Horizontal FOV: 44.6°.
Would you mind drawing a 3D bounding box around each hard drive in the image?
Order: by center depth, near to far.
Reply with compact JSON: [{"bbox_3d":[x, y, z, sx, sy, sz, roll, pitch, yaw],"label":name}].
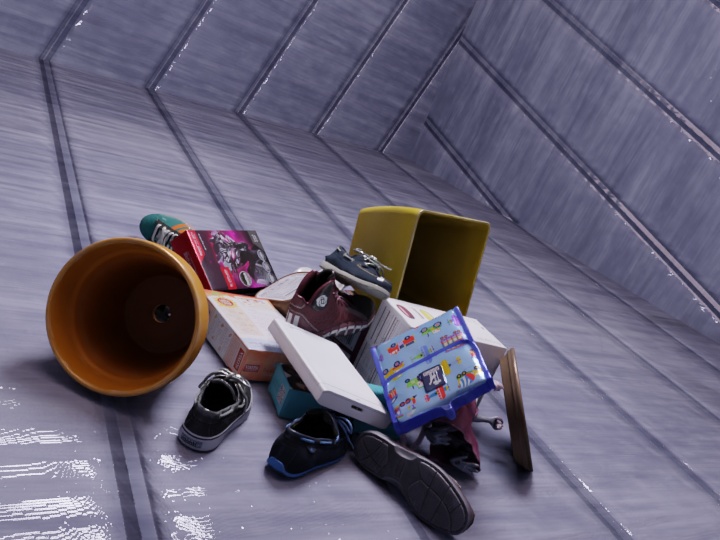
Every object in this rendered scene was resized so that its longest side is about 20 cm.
[{"bbox_3d":[-0.047,0.148,1.278,0.132,0.027,0.200,28,11,-35],"label":"hard drive"}]

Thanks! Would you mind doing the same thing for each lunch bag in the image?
[{"bbox_3d":[0.109,0.159,1.260,0.094,0.150,0.200,62,5,-23],"label":"lunch bag"}]

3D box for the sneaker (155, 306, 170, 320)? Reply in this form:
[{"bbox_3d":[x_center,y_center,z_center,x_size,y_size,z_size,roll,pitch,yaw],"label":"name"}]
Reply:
[{"bbox_3d":[-0.331,0.020,1.417,0.200,0.071,0.080,37,17,37],"label":"sneaker"}]

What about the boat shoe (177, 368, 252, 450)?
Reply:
[{"bbox_3d":[-0.185,0.167,1.169,0.074,0.068,0.199,26,16,8],"label":"boat shoe"}]

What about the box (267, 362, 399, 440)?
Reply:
[{"bbox_3d":[-0.033,0.197,1.319,0.200,0.049,0.082,16,17,-24],"label":"box"}]

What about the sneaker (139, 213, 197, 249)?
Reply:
[{"bbox_3d":[-0.340,-0.050,1.662,0.200,0.071,0.080,27,12,9],"label":"sneaker"}]

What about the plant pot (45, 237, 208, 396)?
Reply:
[{"bbox_3d":[-0.292,0.062,1.187,0.200,0.200,0.183,24,0,5],"label":"plant pot"}]

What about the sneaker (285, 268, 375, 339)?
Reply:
[{"bbox_3d":[-0.038,0.045,1.413,0.076,0.116,0.200,30,31,32],"label":"sneaker"}]

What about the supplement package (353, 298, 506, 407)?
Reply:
[{"bbox_3d":[0.113,0.153,1.474,0.200,0.156,0.111,14,18,-30],"label":"supplement package"}]

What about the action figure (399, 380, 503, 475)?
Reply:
[{"bbox_3d":[0.148,0.221,1.362,0.149,0.134,0.200,1,36,12],"label":"action figure"}]

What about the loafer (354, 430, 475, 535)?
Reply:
[{"bbox_3d":[0.081,0.278,1.182,0.200,0.072,0.063,32,12,34],"label":"loafer"}]

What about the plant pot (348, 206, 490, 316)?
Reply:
[{"bbox_3d":[0.086,-0.023,1.593,0.200,0.200,0.176,6,12,-45],"label":"plant pot"}]

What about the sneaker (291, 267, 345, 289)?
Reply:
[{"bbox_3d":[-0.062,0.038,1.798,0.088,0.075,0.200,45,29,24],"label":"sneaker"}]

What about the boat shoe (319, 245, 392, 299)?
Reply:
[{"bbox_3d":[0.000,0.000,1.487,0.075,0.062,0.200,40,-9,-26],"label":"boat shoe"}]

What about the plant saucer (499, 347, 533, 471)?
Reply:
[{"bbox_3d":[0.251,0.226,1.420,0.029,0.200,0.200,-9,12,10],"label":"plant saucer"}]

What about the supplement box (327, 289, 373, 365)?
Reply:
[{"bbox_3d":[0.030,0.110,1.596,0.200,0.103,0.131,5,23,-45],"label":"supplement box"}]

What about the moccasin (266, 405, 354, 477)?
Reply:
[{"bbox_3d":[-0.051,0.221,1.179,0.080,0.068,0.200,27,14,14],"label":"moccasin"}]

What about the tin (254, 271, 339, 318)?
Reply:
[{"bbox_3d":[-0.117,0.042,1.549,0.112,0.042,0.200,-37,19,-25],"label":"tin"}]

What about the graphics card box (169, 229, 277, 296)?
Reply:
[{"bbox_3d":[-0.245,-0.010,1.606,0.200,0.051,0.126,-2,63,-59],"label":"graphics card box"}]

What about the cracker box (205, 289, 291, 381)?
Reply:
[{"bbox_3d":[-0.172,0.106,1.409,0.134,0.058,0.200,12,18,-37],"label":"cracker box"}]
